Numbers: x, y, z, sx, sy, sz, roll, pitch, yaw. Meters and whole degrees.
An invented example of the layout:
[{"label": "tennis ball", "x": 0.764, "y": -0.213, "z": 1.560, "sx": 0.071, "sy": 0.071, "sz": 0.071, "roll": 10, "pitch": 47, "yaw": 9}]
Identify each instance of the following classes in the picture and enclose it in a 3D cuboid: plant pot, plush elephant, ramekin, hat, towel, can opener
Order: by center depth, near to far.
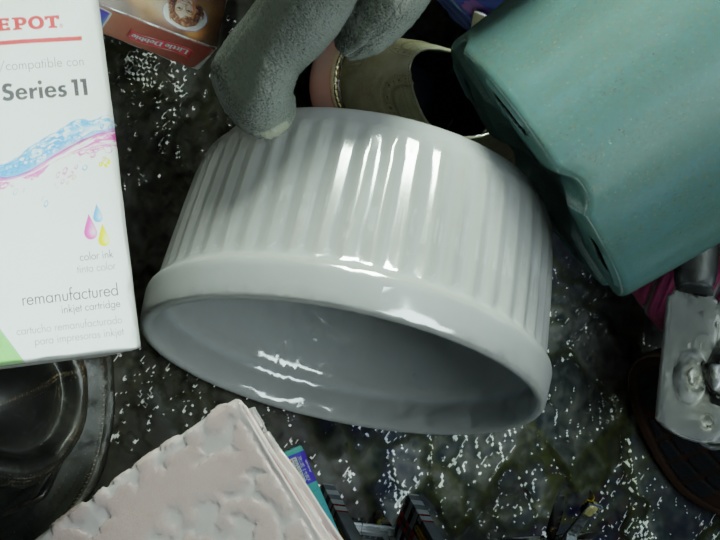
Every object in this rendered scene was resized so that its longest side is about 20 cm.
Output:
[{"label": "towel", "x": -0.078, "y": 0.186, "z": 1.054, "sx": 0.191, "sy": 0.200, "sz": 0.032, "roll": 58, "pitch": 17, "yaw": 7}, {"label": "hat", "x": -0.185, "y": 0.065, "z": 1.070, "sx": 0.200, "sy": 0.081, "sz": 0.201, "roll": -1, "pitch": 93, "yaw": -34}, {"label": "plush elephant", "x": 0.007, "y": -0.183, "z": 1.078, "sx": 0.155, "sy": 0.200, "sz": 0.165, "roll": -11, "pitch": 65, "yaw": -55}, {"label": "plant pot", "x": 0.162, "y": -0.101, "z": 1.123, "sx": 0.196, "sy": 0.200, "sz": 0.200, "roll": -34, "pitch": 111, "yaw": -1}, {"label": "ramekin", "x": 0.000, "y": 0.000, "z": 1.133, "sx": 0.200, "sy": 0.200, "sz": 0.105, "roll": 24, "pitch": 68, "yaw": -32}, {"label": "can opener", "x": 0.197, "y": -0.003, "z": 1.282, "sx": 0.053, "sy": 0.067, "sz": 0.200, "roll": 6, "pitch": 84, "yaw": 5}]

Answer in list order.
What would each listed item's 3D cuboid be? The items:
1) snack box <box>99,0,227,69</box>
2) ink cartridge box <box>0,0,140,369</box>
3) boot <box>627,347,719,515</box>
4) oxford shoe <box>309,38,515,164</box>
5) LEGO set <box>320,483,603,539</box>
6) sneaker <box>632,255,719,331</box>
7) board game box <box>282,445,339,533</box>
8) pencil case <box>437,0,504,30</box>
[{"label": "snack box", "x": -0.156, "y": -0.161, "z": 1.081, "sx": 0.200, "sy": 0.024, "sz": 0.072, "roll": 20, "pitch": 57, "yaw": -18}, {"label": "ink cartridge box", "x": -0.169, "y": -0.057, "z": 1.005, "sx": 0.117, "sy": 0.067, "sz": 0.200, "roll": -7, "pitch": 88, "yaw": -22}, {"label": "boot", "x": 0.237, "y": 0.098, "z": 1.383, "sx": 0.200, "sy": 0.075, "sz": 0.097, "roll": 47, "pitch": 42, "yaw": -17}, {"label": "oxford shoe", "x": 0.065, "y": -0.075, "z": 1.237, "sx": 0.200, "sy": 0.074, "sz": 0.071, "roll": 14, "pitch": 81, "yaw": -44}, {"label": "LEGO set", "x": 0.037, "y": 0.190, "z": 1.226, "sx": 0.200, "sy": 0.116, "sz": 0.154, "roll": 1, "pitch": 119, "yaw": -21}, {"label": "sneaker", "x": 0.231, "y": 0.015, "z": 1.362, "sx": 0.200, "sy": 0.088, "sz": 0.081, "roll": 31, "pitch": 102, "yaw": -11}, {"label": "board game box", "x": -0.057, "y": 0.203, "z": 1.090, "sx": 0.200, "sy": 0.152, "sz": 0.045, "roll": 65, "pitch": 20, "yaw": 5}, {"label": "pencil case", "x": 0.037, "y": -0.191, "z": 1.221, "sx": 0.200, "sy": 0.078, "sz": 0.087, "roll": 44, "pitch": 58, "yaw": -25}]
